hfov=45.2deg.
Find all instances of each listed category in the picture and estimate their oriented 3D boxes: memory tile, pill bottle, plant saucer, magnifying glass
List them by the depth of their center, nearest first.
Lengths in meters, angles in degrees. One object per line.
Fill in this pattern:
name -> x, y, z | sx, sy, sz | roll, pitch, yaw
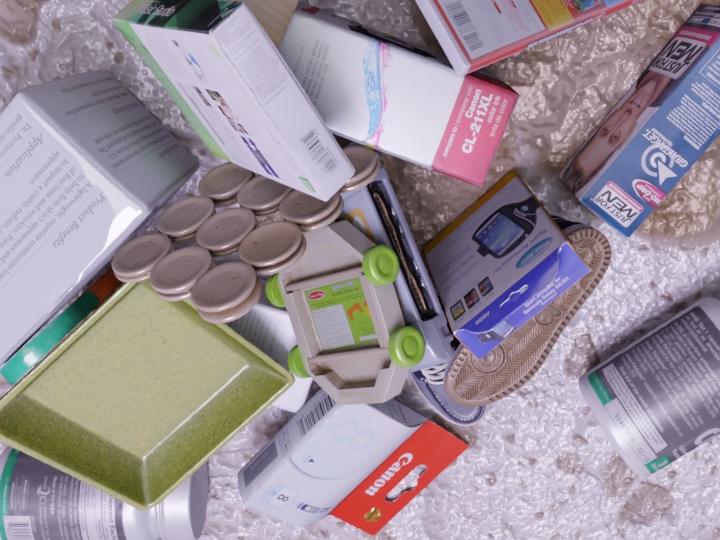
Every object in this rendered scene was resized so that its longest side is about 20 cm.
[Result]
memory tile -> -0.088, -0.044, 0.681 | 0.153, 0.200, 0.017 | 16, 140, 37
plant saucer -> -0.194, 0.102, 0.769 | 0.200, 0.048, 0.200 | -42, 130, 6
magnifying glass -> -0.256, 0.037, 0.779 | 0.079, 0.200, 0.022 | -38, 100, 26
pill bottle -> 0.322, 0.099, 0.828 | 0.199, 0.113, 0.113 | -36, 105, 13
pill bottle -> -0.264, 0.231, 0.892 | 0.198, 0.113, 0.114 | -1, 109, 1

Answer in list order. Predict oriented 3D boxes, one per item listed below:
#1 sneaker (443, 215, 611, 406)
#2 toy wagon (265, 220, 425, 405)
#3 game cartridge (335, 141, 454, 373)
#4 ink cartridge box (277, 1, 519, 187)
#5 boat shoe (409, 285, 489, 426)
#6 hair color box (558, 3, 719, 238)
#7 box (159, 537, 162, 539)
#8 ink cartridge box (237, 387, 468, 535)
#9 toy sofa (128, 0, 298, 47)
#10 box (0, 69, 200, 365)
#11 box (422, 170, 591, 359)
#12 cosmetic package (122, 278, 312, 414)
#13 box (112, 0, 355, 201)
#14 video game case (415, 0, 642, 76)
sneaker -> 0.146, 0.033, 0.814 | 0.070, 0.109, 0.200 | 37, 99, -15
toy wagon -> -0.022, 0.016, 0.743 | 0.155, 0.039, 0.202 | -13, 95, 50
game cartridge -> 0.000, 0.000, 0.770 | 0.133, 0.041, 0.201 | -26, 86, 47
ink cartridge box -> 0.019, -0.155, 0.737 | 0.199, 0.146, 0.083 | 19, 108, -6
boat shoe -> 0.071, 0.085, 0.846 | 0.074, 0.093, 0.201 | -28, 106, 10
hair color box -> 0.269, -0.134, 0.764 | 0.060, 0.100, 0.200 | 35, 106, -10
box -> -0.321, 0.340, 0.924 | 0.198, 0.125, 0.098 | -3, 109, 3
ink cartridge box -> 0.001, 0.205, 0.878 | 0.200, 0.047, 0.160 | 34, 107, -32
toy sofa -> -0.124, -0.247, 0.678 | 0.083, 0.199, 0.098 | 24, 92, -43
box -> -0.268, -0.053, 0.750 | 0.199, 0.200, 0.131 | -42, 101, 13
box -> 0.123, -0.006, 0.758 | 0.119, 0.200, 0.041 | -41, 114, 14
cosmetic package -> -0.136, 0.056, 0.852 | 0.198, 0.071, 0.102 | 18, 108, -5
box -> -0.099, -0.133, 0.642 | 0.036, 0.200, 0.145 | -45, 125, -15
video game case -> 0.129, -0.252, 0.697 | 0.199, 0.017, 0.144 | -25, 81, -18
